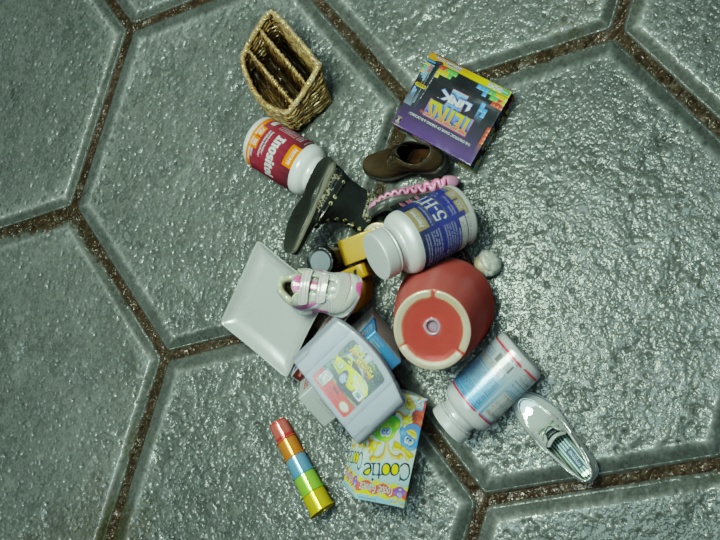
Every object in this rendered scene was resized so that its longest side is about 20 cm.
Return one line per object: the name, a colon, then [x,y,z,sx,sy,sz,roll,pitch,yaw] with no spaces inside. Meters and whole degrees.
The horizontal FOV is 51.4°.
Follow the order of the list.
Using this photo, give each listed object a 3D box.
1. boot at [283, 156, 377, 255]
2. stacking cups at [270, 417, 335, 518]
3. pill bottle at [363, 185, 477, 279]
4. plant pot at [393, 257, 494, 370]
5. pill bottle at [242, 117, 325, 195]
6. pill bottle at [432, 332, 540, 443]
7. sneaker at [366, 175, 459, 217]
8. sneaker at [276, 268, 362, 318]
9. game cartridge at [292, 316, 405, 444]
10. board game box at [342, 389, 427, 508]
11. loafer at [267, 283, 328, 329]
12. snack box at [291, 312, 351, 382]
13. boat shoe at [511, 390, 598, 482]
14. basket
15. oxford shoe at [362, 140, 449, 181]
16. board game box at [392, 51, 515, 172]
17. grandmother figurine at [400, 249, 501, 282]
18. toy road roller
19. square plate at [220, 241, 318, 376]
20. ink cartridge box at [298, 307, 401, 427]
boot: [-0.057,-0.103,1.508,0.073,0.152,0.208,14,77,55]
stacking cups: [-0.126,0.395,1.509,0.060,0.060,0.202,-36,72,10]
pill bottle: [0.109,-0.066,1.387,0.197,0.120,0.121,-27,71,-22]
plant pot: [0.144,0.087,1.374,0.195,0.177,0.207,3,100,14]
pill bottle: [-0.146,-0.234,1.589,0.198,0.113,0.115,32,92,21]
pill bottle: [0.231,0.221,1.386,0.200,0.108,0.109,-45,71,8]
sneaker: [0.111,-0.124,1.496,0.194,0.079,0.098,-14,93,5]
sneaker: [-0.082,0.039,1.383,0.196,0.087,0.084,-10,65,40]
game cartridge: [-0.017,0.192,1.352,0.133,0.041,0.201,-42,81,5]
board game box: [0.045,0.326,1.418,0.102,0.103,0.206,14,86,-14]
loafer: [-0.124,0.084,1.551,0.196,0.073,0.073,23,91,23]
snack box: [-0.068,0.123,1.451,0.024,0.072,0.202,33,110,-9]
boat shoe: [0.353,0.296,1.353,0.200,0.067,0.074,43,96,20]
basket: [-0.174,-0.421,1.596,0.142,0.149,0.201,-37,72,-5]
oxford shoe: [0.078,-0.231,1.514,0.196,0.084,0.075,-2,69,36]
board game box: [0.187,-0.322,1.516,0.197,0.057,0.168,31,91,21]
grandmother figurine: [0.180,0.002,1.470,0.195,0.061,0.124,-13,104,14]
toy road roller: [0.000,0.000,1.502,0.196,0.123,0.149,-22,89,16]
square plate: [-0.176,0.077,1.527,0.198,0.028,0.201,34,106,22]
ink cartridge box: [-0.023,0.185,1.452,0.199,0.145,0.084,-41,103,9]
